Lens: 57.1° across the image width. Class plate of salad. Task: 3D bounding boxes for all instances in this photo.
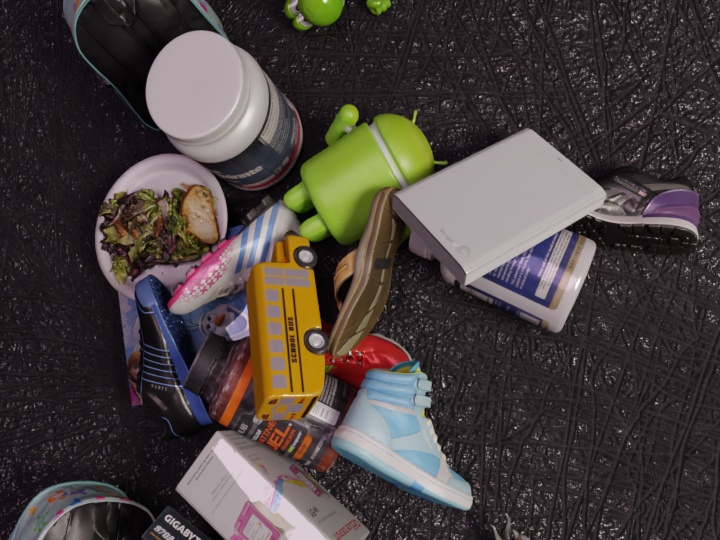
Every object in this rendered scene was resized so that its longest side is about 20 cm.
[{"bbox_3d":[-0.269,-0.060,0.871,0.194,0.048,0.206,-3,78,13],"label":"plate of salad"}]

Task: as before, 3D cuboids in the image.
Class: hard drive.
[{"bbox_3d":[0.150,-0.077,0.722,0.197,0.027,0.132,-27,56,-20],"label":"hard drive"}]

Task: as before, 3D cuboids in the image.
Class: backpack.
[{"bbox_3d":[-0.347,0.363,0.805,0.148,0.176,0.205,13,84,45],"label":"backpack"},{"bbox_3d":[-0.284,-0.321,0.874,0.174,0.200,0.155,-35,60,8],"label":"backpack"}]

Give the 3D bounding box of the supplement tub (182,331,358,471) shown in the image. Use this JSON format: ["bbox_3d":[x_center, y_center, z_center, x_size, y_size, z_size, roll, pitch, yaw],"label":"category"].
[{"bbox_3d":[-0.106,0.148,0.781,0.196,0.107,0.109,27,89,-6],"label":"supplement tub"}]

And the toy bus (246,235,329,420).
[{"bbox_3d":[-0.084,0.059,0.741,0.076,0.066,0.204,3,56,-21],"label":"toy bus"}]

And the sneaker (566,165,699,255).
[{"bbox_3d":[0.290,-0.079,0.776,0.195,0.076,0.089,11,65,15],"label":"sneaker"}]

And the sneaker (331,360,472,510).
[{"bbox_3d":[0.070,0.182,0.755,0.079,0.198,0.133,-11,50,55],"label":"sneaker"}]

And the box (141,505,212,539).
[{"bbox_3d":[-0.179,0.383,0.765,0.157,0.046,0.203,30,134,17],"label":"box"}]

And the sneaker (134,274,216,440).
[{"bbox_3d":[-0.249,0.111,0.820,0.076,0.070,0.204,-23,88,3],"label":"sneaker"}]

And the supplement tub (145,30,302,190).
[{"bbox_3d":[-0.162,-0.191,0.824,0.136,0.200,0.145,-2,81,14],"label":"supplement tub"}]

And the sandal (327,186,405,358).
[{"bbox_3d":[0.000,0.000,0.761,0.053,0.080,0.205,19,96,29],"label":"sandal"}]

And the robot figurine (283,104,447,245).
[{"bbox_3d":[0.005,-0.111,0.815,0.197,0.116,0.178,-31,82,7],"label":"robot figurine"}]

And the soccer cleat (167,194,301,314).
[{"bbox_3d":[-0.146,-0.004,0.820,0.087,0.070,0.200,46,72,-7],"label":"soccer cleat"}]

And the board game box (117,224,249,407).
[{"bbox_3d":[-0.223,0.063,0.885,0.195,0.043,0.205,-14,78,11],"label":"board game box"}]

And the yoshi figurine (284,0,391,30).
[{"bbox_3d":[-0.014,-0.388,0.866,0.199,0.112,0.113,-40,82,8],"label":"yoshi figurine"}]

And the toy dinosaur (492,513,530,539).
[{"bbox_3d":[0.154,0.387,0.742,0.101,0.077,0.203,34,96,28],"label":"toy dinosaur"}]

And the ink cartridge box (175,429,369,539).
[{"bbox_3d":[-0.095,0.281,0.770,0.199,0.145,0.085,39,89,16],"label":"ink cartridge box"}]

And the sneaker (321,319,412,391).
[{"bbox_3d":[-0.033,0.102,0.811,0.195,0.085,0.079,16,87,15],"label":"sneaker"}]

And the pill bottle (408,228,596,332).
[{"bbox_3d":[0.160,-0.020,0.767,0.196,0.111,0.113,25,88,15],"label":"pill bottle"}]
